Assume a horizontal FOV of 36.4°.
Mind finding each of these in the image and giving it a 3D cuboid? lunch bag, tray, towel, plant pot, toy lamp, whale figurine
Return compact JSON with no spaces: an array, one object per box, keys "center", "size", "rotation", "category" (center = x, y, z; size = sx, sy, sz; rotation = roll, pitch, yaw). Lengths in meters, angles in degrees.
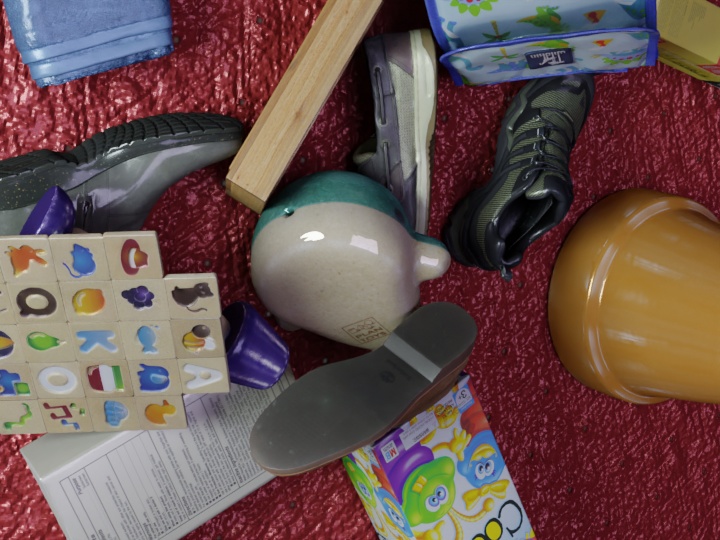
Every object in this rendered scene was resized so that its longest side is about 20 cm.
[{"center":[0.134,-0.220,0.814],"size":[0.201,0.167,0.129],"rotation":[67,24,-52],"category":"lunch bag"},{"center":[-0.036,-0.141,0.807],"size":[0.037,0.099,0.202],"rotation":[29,84,-5],"category":"tray"},{"center":[-0.195,-0.232,0.727],"size":[0.110,0.048,0.203],"rotation":[-19,110,-25],"category":"towel"},{"center":[0.303,0.038,0.993],"size":[0.197,0.183,0.204],"rotation":[-7,104,-28],"category":"plant pot"},{"center":[-0.134,0.020,0.739],"size":[0.199,0.058,0.059],"rotation":[34,84,-25],"category":"toy lamp"},{"center":[0.000,0.000,0.860],"size":[0.200,0.157,0.105],"rotation":[43,35,-42],"category":"whale figurine"}]

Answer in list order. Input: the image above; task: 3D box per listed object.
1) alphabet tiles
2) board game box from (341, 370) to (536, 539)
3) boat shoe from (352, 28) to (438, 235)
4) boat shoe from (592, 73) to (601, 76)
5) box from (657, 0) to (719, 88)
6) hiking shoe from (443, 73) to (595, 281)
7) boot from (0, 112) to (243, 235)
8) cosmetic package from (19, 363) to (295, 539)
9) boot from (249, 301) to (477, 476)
[{"center":[-0.186,0.045,0.709],"size":[0.196,0.006,0.168],"rotation":[-2,128,0],"category":"alphabet tiles"},{"center":[0.062,0.184,0.933],"size":[0.104,0.103,0.202],"rotation":[-33,115,-19],"category":"board game box"},{"center":[0.026,-0.093,0.878],"size":[0.065,0.072,0.204],"rotation":[1,115,-1],"category":"boat shoe"},{"center":[0.158,-0.232,0.915],"size":[0.199,0.073,0.075],"rotation":[38,82,-30],"category":"boat shoe"},{"center":[0.315,-0.211,1.011],"size":[0.198,0.075,0.051],"rotation":[15,94,-32],"category":"box"},{"center":[0.156,-0.082,0.927],"size":[0.075,0.100,0.202],"rotation":[28,90,-33],"category":"hiking shoe"},{"center":[-0.169,-0.032,0.784],"size":[0.197,0.068,0.133],"rotation":[-19,114,-17],"category":"boot"},{"center":[-0.139,0.134,0.824],"size":[0.198,0.073,0.105],"rotation":[-28,113,-21],"category":"cosmetic package"},{"center":[0.006,0.103,0.801],"size":[0.198,0.074,0.076],"rotation":[-29,145,-29],"category":"boot"}]
